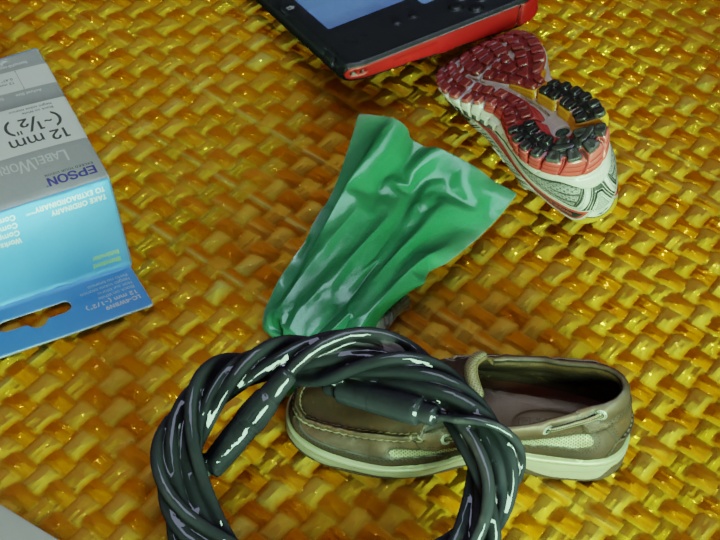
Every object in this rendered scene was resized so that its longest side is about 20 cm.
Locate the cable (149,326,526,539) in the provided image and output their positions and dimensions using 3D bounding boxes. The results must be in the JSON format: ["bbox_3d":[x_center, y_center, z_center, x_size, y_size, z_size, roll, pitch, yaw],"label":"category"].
[{"bbox_3d":[-0.010,0.110,0.825,0.200,0.051,0.164,-12,69,1],"label":"cable"}]

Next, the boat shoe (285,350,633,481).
[{"bbox_3d":[0.058,0.073,0.874,0.202,0.075,0.075,1,49,-4],"label":"boat shoe"}]

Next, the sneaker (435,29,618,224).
[{"bbox_3d":[0.113,-0.098,1.038,0.078,0.082,0.200,-27,38,-1],"label":"sneaker"}]

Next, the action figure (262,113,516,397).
[{"bbox_3d":[0.000,0.000,0.949,0.118,0.055,0.200,26,59,16],"label":"action figure"}]

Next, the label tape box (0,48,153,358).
[{"bbox_3d":[-0.235,-0.042,0.960,0.143,0.066,0.200,-19,51,-20],"label":"label tape box"}]

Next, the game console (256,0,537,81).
[{"bbox_3d":[0.019,-0.216,1.130,0.177,0.031,0.200,-20,40,-21],"label":"game console"}]

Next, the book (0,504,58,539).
[{"bbox_3d":[-0.196,0.191,0.777,0.200,0.048,0.134,25,48,19],"label":"book"}]
